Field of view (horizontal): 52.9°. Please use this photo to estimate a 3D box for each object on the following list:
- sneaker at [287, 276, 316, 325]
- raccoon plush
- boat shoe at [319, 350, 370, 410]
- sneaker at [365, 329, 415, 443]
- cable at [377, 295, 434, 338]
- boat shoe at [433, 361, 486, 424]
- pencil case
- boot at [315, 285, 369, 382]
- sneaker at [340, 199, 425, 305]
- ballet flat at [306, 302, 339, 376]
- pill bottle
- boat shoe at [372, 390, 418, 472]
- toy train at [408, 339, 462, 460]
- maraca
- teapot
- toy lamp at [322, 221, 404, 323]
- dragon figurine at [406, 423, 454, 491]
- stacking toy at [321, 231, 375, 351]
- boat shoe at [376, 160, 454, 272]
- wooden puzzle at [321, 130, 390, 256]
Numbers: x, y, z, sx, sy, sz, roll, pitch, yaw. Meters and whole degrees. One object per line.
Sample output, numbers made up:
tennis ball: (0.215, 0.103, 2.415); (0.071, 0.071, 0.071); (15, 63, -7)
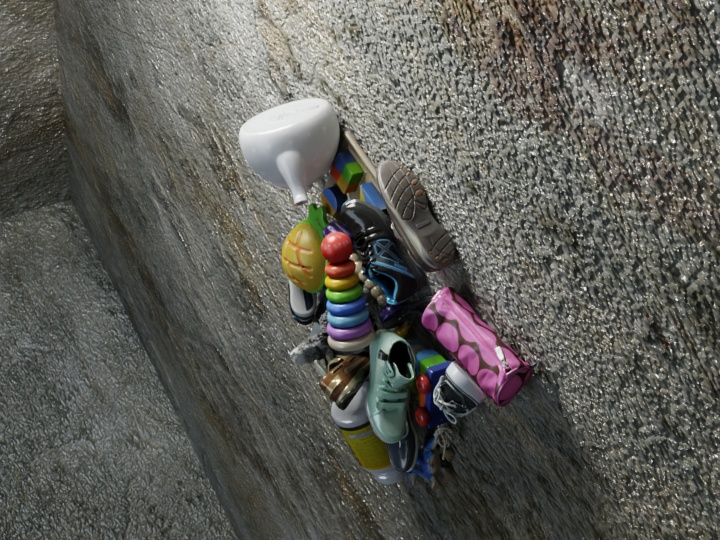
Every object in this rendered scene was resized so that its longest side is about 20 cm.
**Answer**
sneaker: (-0.130, 0.018, 1.553); (0.112, 0.072, 0.202); (107, 163, -66)
raccoon plush: (-0.055, 0.082, 1.378); (0.134, 0.198, 0.097); (-116, 7, -63)
boat shoe: (-0.024, 0.185, 1.338); (0.074, 0.200, 0.076); (34, 105, 4)
sneaker: (0.055, 0.208, 1.243); (0.118, 0.073, 0.203); (-177, 82, -76)
cable: (0.093, 0.069, 1.301); (0.199, 0.050, 0.098); (-28, 66, 49)
boat shoe: (0.150, 0.197, 1.142); (0.074, 0.068, 0.199); (47, 176, 15)
pencil case: (0.177, 0.110, 1.118); (0.200, 0.091, 0.094); (45, 178, 33)
boot: (-0.015, 0.133, 1.472); (0.201, 0.065, 0.165); (59, 158, 23)
sneaker: (0.029, -0.033, 1.233); (0.200, 0.082, 0.073); (51, 143, 0)
ballet flat: (-0.074, 0.172, 1.596); (0.068, 0.068, 0.202); (-12, 97, 62)
pill bottle: (0.028, 0.330, 1.450); (0.112, 0.112, 0.201); (19, 141, 54)
boat shoe: (0.063, 0.281, 1.343); (0.074, 0.062, 0.202); (2, 98, 36)
toy train: (0.120, 0.230, 1.299); (0.116, 0.084, 0.202); (-134, 36, -53)
maraca: (-0.093, -0.041, 1.417); (0.138, 0.106, 0.201); (57, 142, 23)
teapot: (-0.119, -0.217, 1.321); (0.196, 0.200, 0.147); (12, 130, 43)
toy lamp: (0.000, 0.000, 1.290); (0.201, 0.058, 0.058); (56, 149, 13)
dragon figurine: (0.125, 0.350, 1.383); (0.099, 0.059, 0.202); (31, 135, 47)
stacking toy: (-0.030, 0.033, 1.238); (0.085, 0.085, 0.202); (18, 123, 54)
boat shoe: (0.075, -0.082, 1.177); (0.201, 0.074, 0.073); (64, 150, 12)
wooden puzzle: (-0.011, -0.123, 1.324); (0.186, 0.046, 0.201); (56, 148, 22)
